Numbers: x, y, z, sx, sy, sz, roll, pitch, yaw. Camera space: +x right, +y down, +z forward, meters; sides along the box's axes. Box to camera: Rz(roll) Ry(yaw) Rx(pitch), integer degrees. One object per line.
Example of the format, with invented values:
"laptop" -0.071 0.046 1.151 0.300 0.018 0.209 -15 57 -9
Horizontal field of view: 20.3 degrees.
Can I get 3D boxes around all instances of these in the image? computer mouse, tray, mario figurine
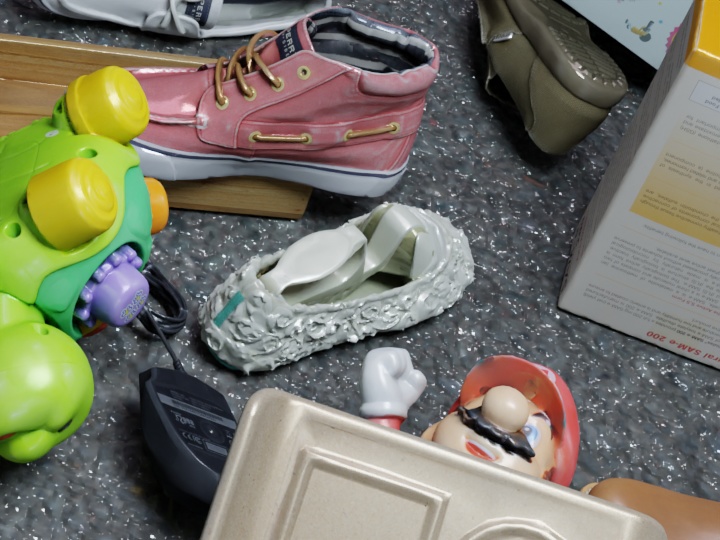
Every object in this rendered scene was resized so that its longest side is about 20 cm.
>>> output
"computer mouse" -0.100 0.052 0.995 0.058 0.034 0.201 26 24 -36
"tray" -0.131 -0.081 1.125 0.198 0.037 0.099 4 43 -20
"mario figurine" 0.039 0.101 0.940 0.200 0.106 0.124 -44 106 -41

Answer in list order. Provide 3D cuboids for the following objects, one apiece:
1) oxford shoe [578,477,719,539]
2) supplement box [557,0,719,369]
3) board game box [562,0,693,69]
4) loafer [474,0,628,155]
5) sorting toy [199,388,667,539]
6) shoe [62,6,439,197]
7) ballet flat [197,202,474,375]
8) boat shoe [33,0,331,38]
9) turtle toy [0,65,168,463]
"oxford shoe" 0.195 0.134 0.982 0.198 0.071 0.072 20 39 -20
"supplement box" 0.205 -0.046 1.115 0.125 0.201 0.074 21 42 -3
"board game box" 0.216 -0.190 1.349 0.199 0.064 0.148 33 33 -13
"loafer" 0.108 -0.138 1.280 0.076 0.068 0.200 28 19 -20
"sorting toy" 0.017 0.167 0.851 0.198 0.036 0.187 20 78 -7
"shoe" -0.058 -0.100 1.081 0.198 0.091 0.072 7 41 -19
"ballet flat" 0.000 0.000 1.073 0.072 0.072 0.199 42 42 23
"boat shoe" -0.105 -0.176 1.215 0.198 0.074 0.065 -10 45 -33
"turtle toy" -0.157 0.002 0.954 0.101 0.145 0.201 53 27 -30
